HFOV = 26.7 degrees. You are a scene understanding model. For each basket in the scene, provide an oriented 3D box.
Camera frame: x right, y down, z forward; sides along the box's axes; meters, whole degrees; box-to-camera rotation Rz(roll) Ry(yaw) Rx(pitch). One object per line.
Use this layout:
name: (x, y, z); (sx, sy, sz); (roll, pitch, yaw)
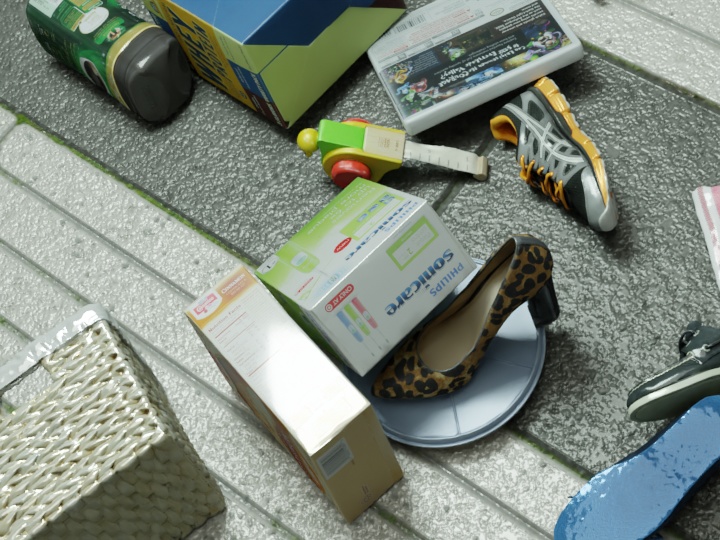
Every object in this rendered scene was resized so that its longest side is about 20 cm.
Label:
basket: (-0.254, 0.175, 1.381); (0.197, 0.201, 0.161); (-35, 60, -7)

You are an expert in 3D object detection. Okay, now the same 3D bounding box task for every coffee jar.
coffee jar: (-0.278, -0.251, 1.693); (0.199, 0.105, 0.085); (35, 72, 29)

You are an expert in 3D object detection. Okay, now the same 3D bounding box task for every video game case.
video game case: (0.114, -0.237, 1.601); (0.198, 0.024, 0.183); (-24, 41, 0)

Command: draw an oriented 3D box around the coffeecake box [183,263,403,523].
coffeecake box: (-0.060, 0.113, 1.391); (0.073, 0.154, 0.200); (-38, 58, -10)

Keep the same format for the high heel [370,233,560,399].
high heel: (0.085, 0.040, 1.363); (0.198, 0.143, 0.072); (-28, 57, -2)

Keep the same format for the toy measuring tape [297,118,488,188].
toy measuring tape: (0.030, -0.112, 1.567); (0.197, 0.074, 0.074); (11, 61, -5)

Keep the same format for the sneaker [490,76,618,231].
sneaker: (0.195, -0.105, 1.501); (0.076, 0.079, 0.201); (-25, 47, -1)

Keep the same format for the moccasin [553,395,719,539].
moccasin: (0.257, 0.193, 1.313); (0.199, 0.068, 0.081); (-33, 65, -4)

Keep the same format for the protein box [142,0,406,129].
protein box: (-0.098, -0.299, 1.638); (0.199, 0.135, 0.199); (-46, 51, -14)

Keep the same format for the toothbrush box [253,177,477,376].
toothbrush box: (0.000, 0.000, 1.418); (0.145, 0.086, 0.200); (-42, 20, -7)

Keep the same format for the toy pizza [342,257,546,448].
toy pizza: (0.080, 0.079, 1.447); (0.197, 0.032, 0.203); (-7, 60, 12)

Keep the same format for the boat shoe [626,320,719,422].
boat shoe: (0.319, 0.072, 1.357); (0.197, 0.075, 0.067); (-24, 65, -3)

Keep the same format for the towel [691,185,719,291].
towel: (0.424, -0.043, 1.427); (0.197, 0.030, 0.148); (-15, 57, 6)
